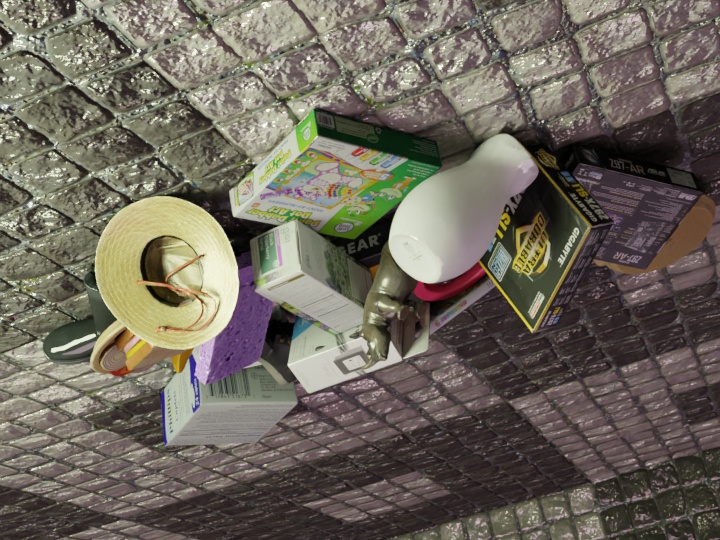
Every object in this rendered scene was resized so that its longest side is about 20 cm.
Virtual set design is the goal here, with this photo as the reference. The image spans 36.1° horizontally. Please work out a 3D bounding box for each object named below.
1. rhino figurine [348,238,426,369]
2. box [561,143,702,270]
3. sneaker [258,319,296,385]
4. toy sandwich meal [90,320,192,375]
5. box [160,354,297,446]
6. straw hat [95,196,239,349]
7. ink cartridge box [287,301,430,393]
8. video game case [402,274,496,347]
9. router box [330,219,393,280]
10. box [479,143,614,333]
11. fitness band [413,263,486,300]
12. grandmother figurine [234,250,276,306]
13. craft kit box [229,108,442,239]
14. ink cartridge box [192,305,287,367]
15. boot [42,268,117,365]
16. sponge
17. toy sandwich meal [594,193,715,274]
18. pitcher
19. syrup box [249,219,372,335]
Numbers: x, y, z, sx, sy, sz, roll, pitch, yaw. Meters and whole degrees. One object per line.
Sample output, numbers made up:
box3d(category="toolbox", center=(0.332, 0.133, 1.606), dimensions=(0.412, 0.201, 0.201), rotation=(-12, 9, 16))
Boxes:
box3d(category="rhino figurine", center=(0.043, 0.041, 1.494), dimensions=(0.087, 0.201, 0.060), rotation=(23, -179, 44))
box3d(category="box", center=(0.350, -0.085, 1.549), dimensions=(0.199, 0.044, 0.161), rotation=(10, 134, -17))
box3d(category="sneaker", center=(-0.121, 0.096, 1.717), dimensions=(0.106, 0.075, 0.200), rotation=(-28, 142, 7))
box3d(category="toy sandwich meal", center=(-0.290, 0.105, 1.586), dimensions=(0.204, 0.070, 0.205), rotation=(-30, 162, -11))
box3d(category="box", center=(-0.236, 0.225, 1.948), dimensions=(0.183, 0.105, 0.200), rotation=(3, 150, -29))
box3d(category="straw hat", center=(-0.243, -0.002, 1.457), dimensions=(0.200, 0.202, 0.085), rotation=(-16, -172, 9))
box3d(category="ink cartridge box", center=(-0.001, 0.091, 1.622), dimensions=(0.199, 0.116, 0.067), rotation=(-22, 123, 19))
box3d(category="video game case", center=(0.115, 0.062, 1.694), dimensions=(0.200, 0.018, 0.143), rotation=(-36, -171, -10))
box3d(category="router box", center=(0.000, 0.000, 1.646), dimensions=(0.199, 0.051, 0.149), rotation=(-19, 152, 15))
box3d(category="box", center=(0.238, -0.043, 1.478), dimensions=(0.049, 0.160, 0.201), rotation=(-11, 141, -29))
box3d(category="fitness band", center=(0.149, -0.035, 1.595), dimensions=(0.143, 0.038, 0.200), rotation=(10, 128, -47))
box3d(category="grandmother figurine", center=(-0.188, 0.009, 1.579), dimensions=(0.121, 0.061, 0.199), rotation=(-42, 145, 25))
box3d(category="craft kit box", center=(-0.033, -0.116, 1.409), dimensions=(0.199, 0.049, 0.197), rotation=(9, 150, -36))
box3d(category="ink cartridge box", center=(-0.201, 0.081, 1.762), dimensions=(0.161, 0.050, 0.201), rotation=(-12, 136, 0))
box3d(category="boot", center=(-0.381, 0.064, 1.597), dimensions=(0.164, 0.066, 0.200), rotation=(-13, 159, -18))
box3d(category="sponge", center=(-0.171, 0.062, 1.554), dimensions=(0.111, 0.030, 0.201), rotation=(-24, 140, -44))
box3d(category="toy sandwich meal", center=(0.442, -0.068, 1.691), dimensions=(0.204, 0.071, 0.206), rotation=(-16, 147, -10))
box3d(category="pitcher", center=(0.116, -0.070, 1.424), dimensions=(0.200, 0.121, 0.171), rotation=(-46, -175, -29))
box3d(category="syrup box", center=(-0.062, 0.013, 1.511), dimensions=(0.081, 0.079, 0.200), rotation=(-23, 149, 24))
